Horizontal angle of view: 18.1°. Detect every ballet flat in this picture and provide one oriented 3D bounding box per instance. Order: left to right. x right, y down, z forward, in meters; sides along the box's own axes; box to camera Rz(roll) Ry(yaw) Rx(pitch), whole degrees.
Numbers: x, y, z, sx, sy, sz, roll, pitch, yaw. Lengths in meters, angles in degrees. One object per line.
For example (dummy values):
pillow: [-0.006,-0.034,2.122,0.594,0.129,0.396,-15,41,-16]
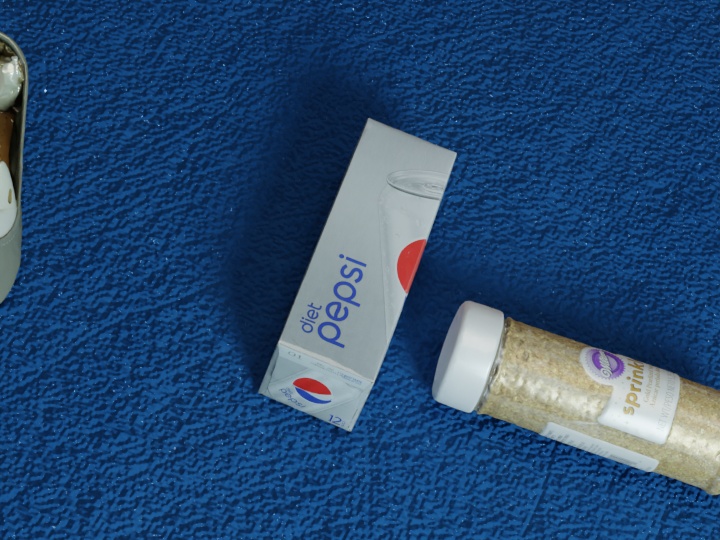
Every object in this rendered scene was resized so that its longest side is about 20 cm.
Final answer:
ballet flat: [-0.246,-0.069,1.440,0.067,0.064,0.201,6,55,-12]

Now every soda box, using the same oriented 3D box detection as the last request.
soda box: [0.000,0.000,1.464,0.068,0.064,0.201,22,53,-1]

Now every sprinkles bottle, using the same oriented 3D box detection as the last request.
sprinkles bottle: [0.148,0.082,1.449,0.198,0.068,0.069,19,53,-4]
